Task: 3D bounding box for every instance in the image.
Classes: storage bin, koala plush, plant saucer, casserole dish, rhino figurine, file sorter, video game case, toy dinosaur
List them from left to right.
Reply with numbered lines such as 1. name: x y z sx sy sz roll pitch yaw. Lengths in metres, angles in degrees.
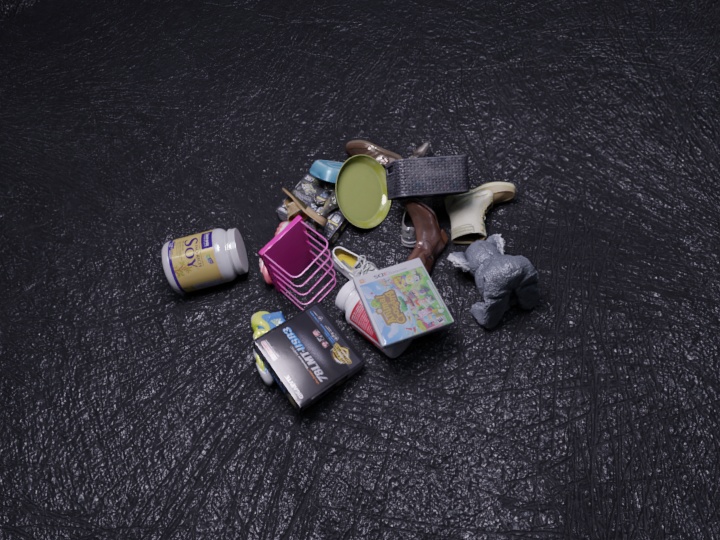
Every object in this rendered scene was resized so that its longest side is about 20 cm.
1. file sorter: -0.147 -0.007 1.357 0.125 0.201 0.139 37 70 22
2. toy dinosaur: -0.086 -0.200 1.497 0.088 0.048 0.200 41 74 18
3. casserole dish: -0.053 -0.282 1.528 0.197 0.039 0.121 1 26 -38
4. plant saucer: 0.004 -0.219 1.488 0.031 0.200 0.201 1 50 53
5. video game case: 0.098 0.072 1.255 0.179 0.022 0.202 -17 54 -12
6. rhino figurine: 0.150 -0.299 1.542 0.059 0.087 0.202 31 72 -7
7. storage bin: 0.172 -0.240 1.389 0.196 0.135 0.096 -7 95 -11
8. koala plush: 0.325 -0.003 1.315 0.175 0.185 0.201 -23 47 -7

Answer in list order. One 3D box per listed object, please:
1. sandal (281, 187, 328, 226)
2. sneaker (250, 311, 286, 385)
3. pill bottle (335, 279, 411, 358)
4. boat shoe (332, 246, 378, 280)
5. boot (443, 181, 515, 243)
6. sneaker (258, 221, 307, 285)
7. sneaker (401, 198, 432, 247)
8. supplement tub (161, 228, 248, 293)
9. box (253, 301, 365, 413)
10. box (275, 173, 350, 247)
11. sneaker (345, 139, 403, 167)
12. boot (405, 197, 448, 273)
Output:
1. sandal: -0.174 -0.158 1.464 0.211 0.077 0.070 38 95 40
2. sneaker: -0.213 0.181 1.327 0.103 0.076 0.203 -16 58 -2
3. pill bottle: 0.036 0.113 1.309 0.199 0.113 0.112 36 70 25
4. boat shoe: 0.003 -0.004 1.397 0.201 0.087 0.075 38 71 26
5. boot: 0.334 -0.154 1.446 0.196 0.072 0.157 -10 57 10
6. sneaker: -0.208 -0.052 1.452 0.085 0.074 0.203 4 59 29
7. sneaker: 0.158 -0.165 1.472 0.073 0.082 0.203 6 61 11
8. supplement tub: -0.416 -0.030 1.438 0.196 0.146 0.147 -15 58 -1
9. box: -0.123 0.202 1.275 0.197 0.050 0.201 -28 67 -30
10. box: -0.121 -0.178 1.540 0.198 0.049 0.162 27 68 21
11. sneaker: 0.033 -0.331 1.594 0.197 0.071 0.076 20 65 19
12. boot: 0.138 -0.056 1.370 0.064 0.186 0.202 -3 48 54
